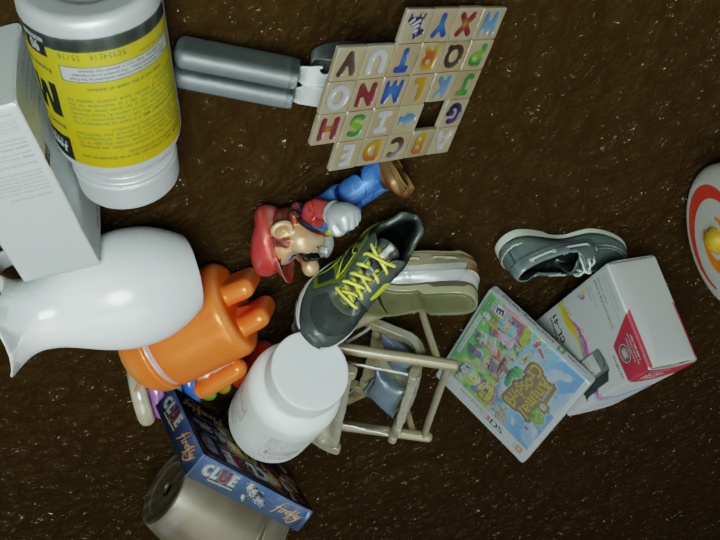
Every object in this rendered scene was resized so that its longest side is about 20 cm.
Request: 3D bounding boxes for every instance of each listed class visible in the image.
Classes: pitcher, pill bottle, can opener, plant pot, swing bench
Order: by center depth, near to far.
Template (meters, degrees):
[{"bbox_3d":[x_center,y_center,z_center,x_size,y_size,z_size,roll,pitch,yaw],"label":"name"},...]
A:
[{"bbox_3d":[-0.213,-0.156,0.722,0.112,0.115,0.202,-8,140,-10],"label":"pill bottle"},{"bbox_3d":[-0.074,-0.184,0.790,0.196,0.067,0.053,4,148,-13],"label":"can opener"},{"bbox_3d":[-0.277,0.012,0.878,0.197,0.172,0.123,-16,134,-22],"label":"pitcher"},{"bbox_3d":[-0.084,0.148,0.997,0.112,0.116,0.200,1,155,-20],"label":"pill bottle"},{"bbox_3d":[0.005,0.141,1.135,0.197,0.131,0.200,-6,141,-13],"label":"swing bench"},{"bbox_3d":[-0.230,0.368,1.296,0.173,0.201,0.200,36,120,-25],"label":"plant pot"}]

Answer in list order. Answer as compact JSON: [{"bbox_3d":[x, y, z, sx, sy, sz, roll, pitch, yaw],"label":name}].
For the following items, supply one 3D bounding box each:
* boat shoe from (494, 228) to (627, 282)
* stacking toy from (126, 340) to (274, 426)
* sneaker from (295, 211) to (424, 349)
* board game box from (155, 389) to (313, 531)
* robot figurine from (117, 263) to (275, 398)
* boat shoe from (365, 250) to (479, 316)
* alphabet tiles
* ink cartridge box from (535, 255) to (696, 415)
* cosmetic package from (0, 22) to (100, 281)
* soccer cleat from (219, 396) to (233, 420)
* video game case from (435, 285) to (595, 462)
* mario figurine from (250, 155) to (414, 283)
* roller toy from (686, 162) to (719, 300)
[{"bbox_3d":[0.269,-0.011,1.102,0.197,0.062,0.073,2,134,-23],"label":"boat shoe"},{"bbox_3d":[-0.198,0.134,1.104,0.197,0.086,0.086,-15,142,-12],"label":"stacking toy"},{"bbox_3d":[0.000,0.000,0.938,0.074,0.201,0.085,40,147,-4],"label":"sneaker"},{"bbox_3d":[-0.156,0.237,1.059,0.035,0.136,0.200,-47,130,3],"label":"board game box"},{"bbox_3d":[-0.199,0.065,0.989,0.198,0.118,0.144,-26,143,10],"label":"robot figurine"},{"bbox_3d":[0.048,0.011,1.046,0.196,0.069,0.075,4,147,8],"label":"boat shoe"},{"bbox_3d":[0.042,-0.172,0.808,0.198,0.008,0.169,-15,140,-38],"label":"alphabet tiles"},{"bbox_3d":[0.331,0.091,1.130,0.084,0.150,0.200,-8,157,-24],"label":"ink cartridge box"},{"bbox_3d":[-0.303,-0.098,0.762,0.080,0.114,0.201,-14,142,-2],"label":"cosmetic package"},{"bbox_3d":[-0.163,0.200,1.180,0.067,0.082,0.200,18,134,-26],"label":"soccer cleat"},{"bbox_3d":[0.209,0.149,1.189,0.022,0.182,0.201,-28,154,-41],"label":"video game case"},{"bbox_3d":[-0.030,-0.044,0.928,0.198,0.107,0.123,-30,141,13],"label":"mario figurine"},{"bbox_3d":[0.488,-0.047,1.037,0.137,0.203,0.183,-13,161,-2],"label":"roller toy"}]
